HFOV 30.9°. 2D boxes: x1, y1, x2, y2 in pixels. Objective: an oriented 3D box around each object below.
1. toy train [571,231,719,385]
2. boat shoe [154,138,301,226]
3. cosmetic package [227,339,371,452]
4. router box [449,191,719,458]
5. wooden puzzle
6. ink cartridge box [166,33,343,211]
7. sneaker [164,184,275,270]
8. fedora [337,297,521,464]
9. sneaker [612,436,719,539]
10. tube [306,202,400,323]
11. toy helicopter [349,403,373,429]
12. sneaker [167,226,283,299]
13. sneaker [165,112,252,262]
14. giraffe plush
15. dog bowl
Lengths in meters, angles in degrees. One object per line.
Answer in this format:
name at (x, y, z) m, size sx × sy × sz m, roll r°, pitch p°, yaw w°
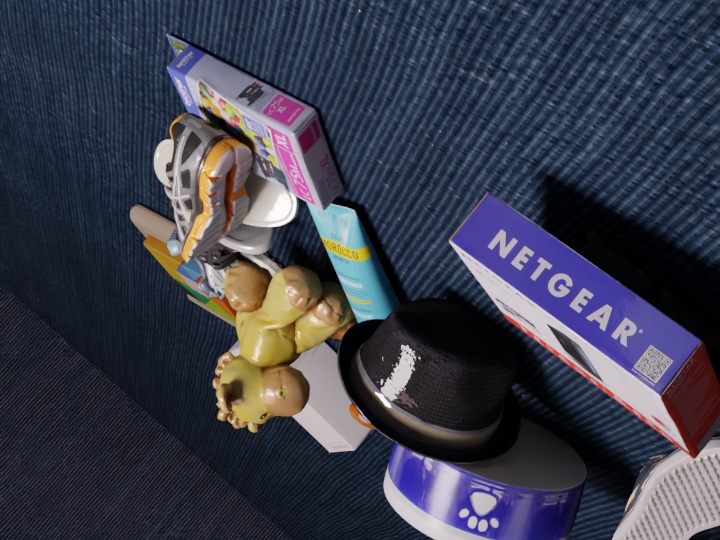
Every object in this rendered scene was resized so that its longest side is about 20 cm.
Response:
toy train at (0.236, 0.039, 0.976) m, size 0.199 × 0.034 × 0.046 m, roll 40°, pitch 174°, yaw 2°
boat shoe at (-0.131, -0.098, 1.386) m, size 0.198 × 0.074 × 0.061 m, roll 20°, pitch -163°, yaw 33°
cosmetic package at (-0.069, 0.144, 1.731) m, size 0.200 × 0.085 × 0.107 m, roll 45°, pitch 159°, yaw -7°
router box at (0.175, 0.043, 0.984) m, size 0.199 × 0.049 × 0.180 m, roll 38°, pitch 176°, yaw 30°
wooden puzzle at (-0.228, 0.008, 1.820) m, size 0.184 × 0.037 × 0.201 m, roll 27°, pitch 156°, yaw 38°
ink cartridge box at (-0.111, -0.143, 1.251) m, size 0.199 × 0.042 × 0.120 m, roll 33°, pitch 159°, yaw 30°
sneaker at (-0.145, -0.041, 1.476) m, size 0.199 × 0.070 × 0.100 m, roll 31°, pitch 150°, yaw 46°
fedora at (0.080, 0.091, 1.261) m, size 0.200 × 0.200 × 0.092 m, roll 37°, pitch 128°, yaw 13°
sneaker at (0.288, 0.191, 1.156) m, size 0.078 × 0.080 × 0.201 m, roll 35°, pitch 136°, yaw 3°
tube at (0.000, 0.000, 1.346) m, size 0.077 × 0.051 × 0.201 m, roll 16°, pitch 144°, yaw 37°
toy helicopter at (0.086, 0.154, 1.499) m, size 0.198 × 0.079 × 0.133 m, roll 28°, pitch 151°, yaw 6°
sneaker at (-0.153, 0.009, 1.594) m, size 0.200 × 0.087 × 0.078 m, roll 43°, pitch 162°, yaw -4°
sneaker at (-0.158, -0.082, 1.295) m, size 0.077 × 0.078 × 0.201 m, roll 42°, pitch 146°, yaw 12°
giraffe plush at (-0.105, 0.095, 1.464) m, size 0.198 × 0.165 × 0.172 m, roll -6°, pitch 155°, yaw 43°
dog bowl at (0.127, 0.209, 1.324) m, size 0.197 × 0.080 × 0.200 m, roll 14°, pitch -164°, yaw -4°
